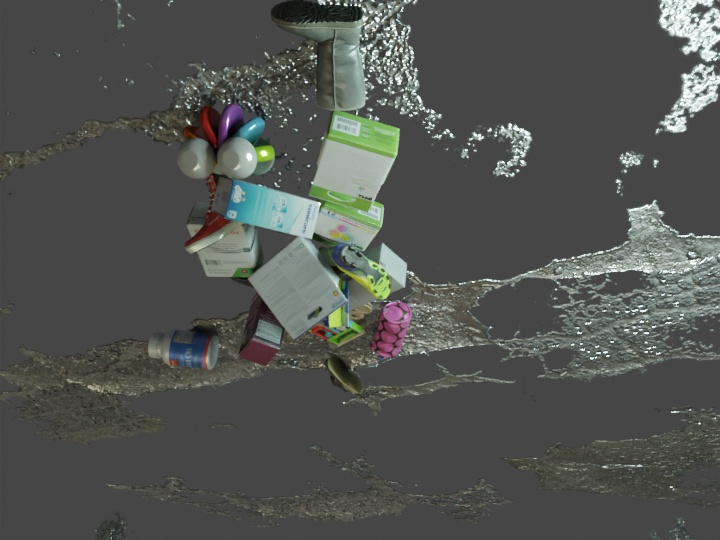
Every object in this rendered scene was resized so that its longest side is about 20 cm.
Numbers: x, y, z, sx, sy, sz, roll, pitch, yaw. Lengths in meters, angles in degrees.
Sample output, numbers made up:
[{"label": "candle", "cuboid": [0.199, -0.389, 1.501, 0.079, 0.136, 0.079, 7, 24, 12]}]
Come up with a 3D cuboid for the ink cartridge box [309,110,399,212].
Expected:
[{"label": "ink cartridge box", "cuboid": [-0.019, -0.228, 1.420, 0.147, 0.076, 0.200, 15, 145, -9]}]

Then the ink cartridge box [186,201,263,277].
[{"label": "ink cartridge box", "cuboid": [-0.335, -0.075, 1.669, 0.146, 0.083, 0.200, 2, 141, 6]}]

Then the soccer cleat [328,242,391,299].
[{"label": "soccer cleat", "cuboid": [0.000, -0.001, 1.611, 0.084, 0.065, 0.200, 10, 153, 50]}]

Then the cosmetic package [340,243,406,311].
[{"label": "cosmetic package", "cuboid": [0.013, 0.021, 1.728, 0.199, 0.090, 0.107, -26, 130, 32]}]

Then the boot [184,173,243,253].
[{"label": "boot", "cuboid": [-0.342, -0.142, 1.512, 0.145, 0.200, 0.072, 55, 166, -12]}]

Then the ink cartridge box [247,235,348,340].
[{"label": "ink cartridge box", "cuboid": [-0.152, 0.042, 1.643, 0.196, 0.043, 0.200, -36, 92, 26]}]

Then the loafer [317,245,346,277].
[{"label": "loafer", "cuboid": [-0.094, -0.024, 1.685, 0.199, 0.075, 0.070, -3, 111, 22]}]

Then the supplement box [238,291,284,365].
[{"label": "supplement box", "cuboid": [-0.261, 0.144, 1.835, 0.085, 0.201, 0.110, 22, 139, -18]}]

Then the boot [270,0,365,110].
[{"label": "boot", "cuboid": [-0.075, -0.397, 1.247, 0.181, 0.073, 0.200, 9, 148, 2]}]

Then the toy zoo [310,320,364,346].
[{"label": "toy zoo", "cuboid": [-0.104, 0.156, 1.935, 0.199, 0.021, 0.131, 29, 143, -25]}]

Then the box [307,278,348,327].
[{"label": "box", "cuboid": [-0.106, 0.077, 1.710, 0.047, 0.123, 0.200, -4, -173, -37]}]

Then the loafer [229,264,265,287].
[{"label": "loafer", "cuboid": [-0.260, 0.020, 1.799, 0.199, 0.073, 0.072, 18, 162, -7]}]

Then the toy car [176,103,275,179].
[{"label": "toy car", "cuboid": [-0.278, -0.271, 1.383, 0.199, 0.175, 0.151, 2, 103, 13]}]

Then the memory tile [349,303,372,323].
[{"label": "memory tile", "cuboid": [-0.071, 0.115, 1.898, 0.153, 0.017, 0.200, 25, 144, -20]}]

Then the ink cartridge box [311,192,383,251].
[{"label": "ink cartridge box", "cuboid": [-0.052, -0.097, 1.598, 0.147, 0.076, 0.200, 20, 139, -15]}]

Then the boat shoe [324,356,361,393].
[{"label": "boat shoe", "cuboid": [-0.067, 0.348, 2.157, 0.065, 0.073, 0.200, -18, 135, 22]}]

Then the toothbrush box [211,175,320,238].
[{"label": "toothbrush box", "cuboid": [-0.207, -0.139, 1.446, 0.199, 0.086, 0.146, 11, -174, -26]}]

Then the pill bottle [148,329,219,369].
[{"label": "pill bottle", "cuboid": [-0.555, 0.245, 2.085, 0.199, 0.113, 0.112, 6, 142, 3]}]

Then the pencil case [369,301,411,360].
[{"label": "pencil case", "cuboid": [0.085, 0.171, 1.901, 0.093, 0.091, 0.200, 15, 139, 2]}]
